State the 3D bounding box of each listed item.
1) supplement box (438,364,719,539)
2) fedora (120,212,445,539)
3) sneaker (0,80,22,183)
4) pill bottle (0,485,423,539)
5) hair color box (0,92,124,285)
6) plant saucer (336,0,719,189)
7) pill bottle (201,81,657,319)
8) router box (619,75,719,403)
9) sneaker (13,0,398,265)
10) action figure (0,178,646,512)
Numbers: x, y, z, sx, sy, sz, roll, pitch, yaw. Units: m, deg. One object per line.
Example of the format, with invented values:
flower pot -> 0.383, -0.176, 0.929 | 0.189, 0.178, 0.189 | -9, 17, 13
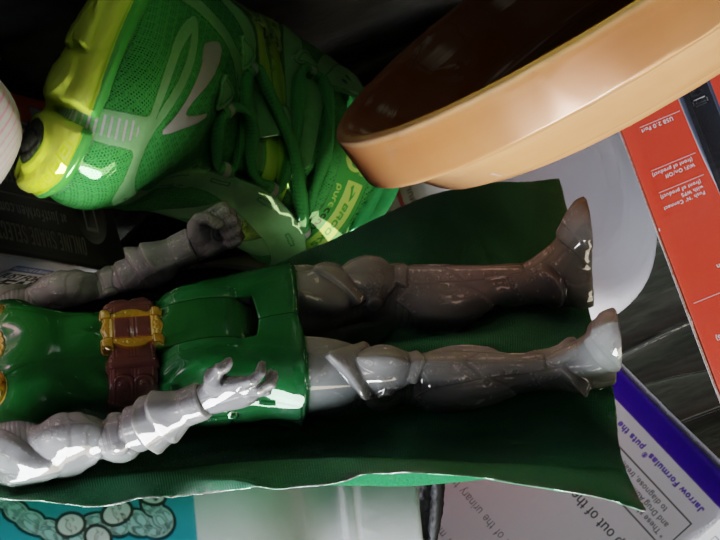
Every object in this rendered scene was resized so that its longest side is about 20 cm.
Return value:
supplement box -> 0.050, 0.136, 0.896 | 0.200, 0.103, 0.101 | -43, 138, -1
fedora -> -0.068, 0.061, 0.841 | 0.091, 0.201, 0.200 | 1, 157, -46
sneaker -> -0.155, -0.028, 0.684 | 0.200, 0.075, 0.105 | 5, -125, 56
pill bottle -> -0.084, 0.081, 0.714 | 0.199, 0.111, 0.111 | -5, 165, -6
hair color box -> -0.188, 0.007, 0.807 | 0.199, 0.064, 0.111 | -22, 168, 19
plant saucer -> 0.084, -0.080, 0.687 | 0.200, 0.032, 0.200 | -34, -170, 7
pill bottle -> 0.000, 0.000, 0.922 | 0.200, 0.113, 0.112 | -29, 163, 39
router box -> 0.146, -0.016, 0.905 | 0.049, 0.180, 0.200 | -22, 166, 15
sneaker -> -0.033, -0.042, 0.728 | 0.074, 0.083, 0.200 | -64, 165, 10
action figure -> -0.035, 0.022, 0.661 | 0.199, 0.118, 0.055 | -8, 133, -4
